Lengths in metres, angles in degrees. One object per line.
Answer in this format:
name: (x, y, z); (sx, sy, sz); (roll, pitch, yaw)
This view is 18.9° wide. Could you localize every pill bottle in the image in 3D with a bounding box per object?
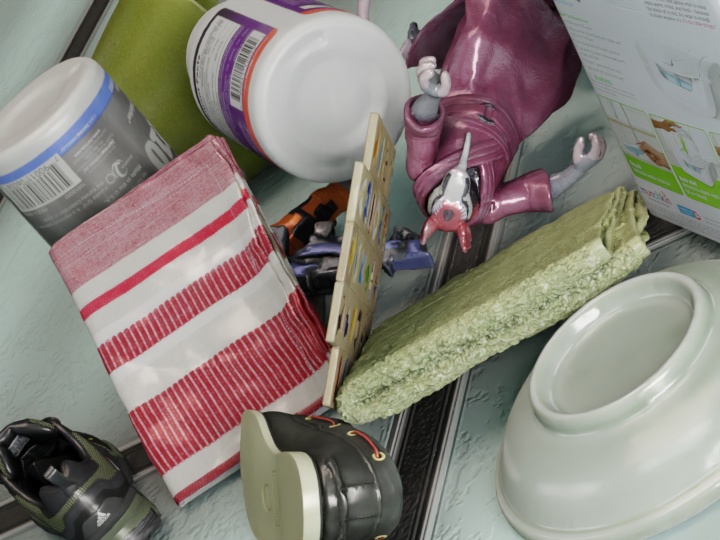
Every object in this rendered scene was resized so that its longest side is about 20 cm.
pill bottle: (-0.052, -0.132, 1.472); (0.111, 0.112, 0.200); (-43, 25, -7)
pill bottle: (-0.172, -0.045, 1.557); (0.113, 0.200, 0.114); (-32, 26, 18)

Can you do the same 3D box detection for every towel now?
towel: (0.079, 0.020, 1.244); (0.199, 0.037, 0.148); (-30, 6, 15)
towel: (-0.106, 0.030, 1.392); (0.144, 0.023, 0.201); (-34, 69, 14)

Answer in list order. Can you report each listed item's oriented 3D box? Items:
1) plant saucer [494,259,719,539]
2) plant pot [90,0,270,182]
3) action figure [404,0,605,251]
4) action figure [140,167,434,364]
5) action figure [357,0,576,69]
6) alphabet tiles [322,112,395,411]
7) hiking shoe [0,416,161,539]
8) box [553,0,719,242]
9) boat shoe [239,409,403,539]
plant saucer: (0.143, 0.054, 1.117); (0.199, 0.050, 0.201); (-32, 26, 17)
plant pot: (-0.153, -0.111, 1.705); (0.201, 0.187, 0.187); (-53, 23, 7)
action figure: (0.065, -0.089, 1.348); (0.149, 0.134, 0.201); (-31, 27, 50)
action figure: (-0.034, 0.000, 1.455); (0.198, 0.105, 0.194); (0, 47, 19)
action figure: (0.105, -0.204, 1.450); (0.148, 0.135, 0.199); (-10, 6, -34)
alphabet tiles: (0.000, 0.000, 1.275); (0.200, 0.006, 0.168); (50, -130, -82)
hiking shoe: (-0.198, 0.126, 1.422); (0.076, 0.101, 0.200); (-45, 25, -13)
box: (0.199, -0.104, 1.137); (0.096, 0.177, 0.200); (-32, 22, -12)
boat shoe: (-0.029, 0.120, 1.244); (0.063, 0.074, 0.201); (-5, 5, -16)
